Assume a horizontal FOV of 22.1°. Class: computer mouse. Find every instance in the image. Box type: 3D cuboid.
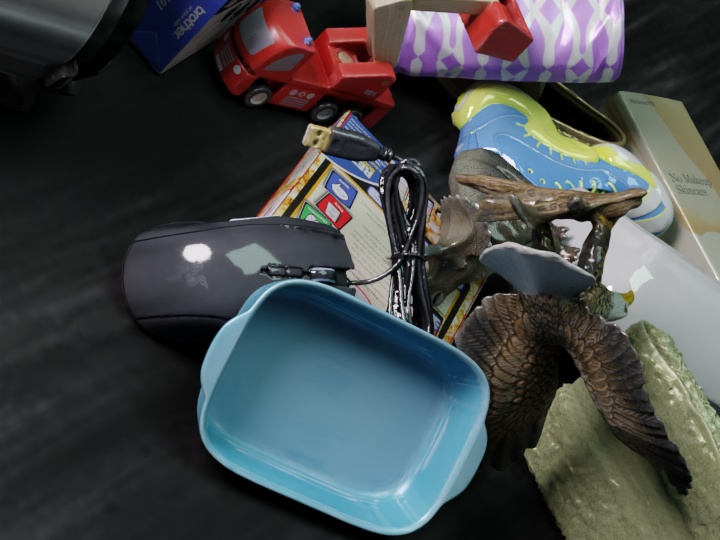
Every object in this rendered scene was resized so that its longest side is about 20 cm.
[{"bbox_3d":[-0.040,-0.024,1.101,0.199,0.046,0.142,6,79,-20],"label":"computer mouse"}]

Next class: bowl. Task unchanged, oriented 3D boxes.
[{"bbox_3d":[0.207,0.015,1.343,0.199,0.075,0.200,31,7,-28],"label":"bowl"}]

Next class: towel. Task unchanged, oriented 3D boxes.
[{"bbox_3d":[0.192,0.150,1.209,0.036,0.148,0.201,-1,55,-51],"label":"towel"}]

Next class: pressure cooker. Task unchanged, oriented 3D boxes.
[{"bbox_3d":[-0.202,-0.198,1.060,0.199,0.176,0.180,11,53,-39],"label":"pressure cooker"}]

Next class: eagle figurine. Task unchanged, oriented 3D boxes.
[{"bbox_3d":[0.129,0.047,1.136,0.150,0.202,0.152,-2,11,-18],"label":"eagle figurine"}]

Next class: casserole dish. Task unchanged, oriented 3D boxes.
[{"bbox_3d":[-0.013,0.078,1.083,0.199,0.122,0.039,27,1,-29],"label":"casserole dish"}]

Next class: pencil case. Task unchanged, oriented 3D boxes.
[{"bbox_3d":[0.111,-0.189,1.415,0.198,0.086,0.084,-1,44,-5],"label":"pencil case"}]

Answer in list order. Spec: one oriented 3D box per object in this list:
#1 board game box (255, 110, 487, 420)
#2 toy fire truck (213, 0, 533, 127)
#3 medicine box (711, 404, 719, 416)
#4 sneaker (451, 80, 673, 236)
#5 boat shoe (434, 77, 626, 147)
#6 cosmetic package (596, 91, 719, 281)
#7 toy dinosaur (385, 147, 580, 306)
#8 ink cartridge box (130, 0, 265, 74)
[{"bbox_3d":[0.000,0.000,1.217,0.152,0.046,0.200,45,34,-7],"label":"board game box"},{"bbox_3d":[0.010,-0.163,1.301,0.199,0.141,0.049,10,50,-44],"label":"toy fire truck"},{"bbox_3d":[0.386,0.151,1.467,0.182,0.103,0.201,-4,60,-51],"label":"medicine box"},{"bbox_3d":[0.150,-0.060,1.434,0.199,0.076,0.105,29,47,-8],"label":"sneaker"},{"bbox_3d":[0.132,-0.149,1.493,0.200,0.066,0.074,37,37,-16],"label":"boat shoe"},{"bbox_3d":[0.263,-0.047,1.543,0.105,0.071,0.201,1,57,-48],"label":"cosmetic package"},{"bbox_3d":[0.093,-0.044,1.259,0.102,0.077,0.201,45,35,-22],"label":"toy dinosaur"},{"bbox_3d":[-0.079,-0.209,1.284,0.044,0.094,0.200,48,34,-2],"label":"ink cartridge box"}]
